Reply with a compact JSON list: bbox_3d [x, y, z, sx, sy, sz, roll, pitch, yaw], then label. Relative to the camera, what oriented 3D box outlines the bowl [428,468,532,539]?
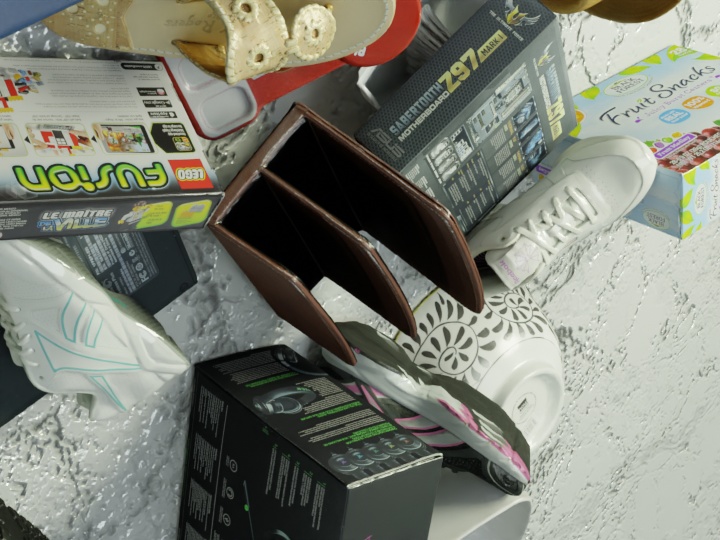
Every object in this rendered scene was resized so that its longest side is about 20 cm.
[{"bbox_3d":[0.045,0.238,1.134,0.199,0.075,0.200,-32,157,-11],"label":"bowl"}]

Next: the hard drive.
[{"bbox_3d":[-0.208,0.010,0.840,0.200,0.033,0.140,-38,134,-23],"label":"hard drive"}]

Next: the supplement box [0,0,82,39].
[{"bbox_3d":[-0.184,-0.230,0.625,0.199,0.134,0.201,-33,119,-27],"label":"supplement box"}]

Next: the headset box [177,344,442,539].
[{"bbox_3d":[-0.040,0.178,0.973,0.092,0.200,0.175,-11,119,-39],"label":"headset box"}]

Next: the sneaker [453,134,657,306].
[{"bbox_3d":[0.151,-0.031,1.051,0.200,0.100,0.075,-34,111,30],"label":"sneaker"}]

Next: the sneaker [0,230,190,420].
[{"bbox_3d":[-0.186,0.030,0.798,0.080,0.070,0.200,-42,133,-2],"label":"sneaker"}]

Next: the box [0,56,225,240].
[{"bbox_3d":[-0.186,-0.071,0.751,0.199,0.110,0.035,-5,147,-39],"label":"box"}]

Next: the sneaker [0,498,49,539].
[{"bbox_3d":[-0.260,0.205,0.886,0.087,0.076,0.200,-35,131,-5],"label":"sneaker"}]

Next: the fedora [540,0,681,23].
[{"bbox_3d":[0.142,-0.246,0.919,0.082,0.200,0.201,-41,135,-25],"label":"fedora"}]

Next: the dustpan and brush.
[{"bbox_3d":[0.065,-0.148,0.993,0.140,0.057,0.200,-56,168,-7],"label":"dustpan and brush"}]

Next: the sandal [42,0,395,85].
[{"bbox_3d":[-0.085,-0.134,0.767,0.210,0.070,0.078,4,138,-3],"label":"sandal"}]

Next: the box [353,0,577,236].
[{"bbox_3d":[0.085,-0.105,0.981,0.158,0.051,0.200,-44,160,-1],"label":"box"}]

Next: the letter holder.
[{"bbox_3d":[0.000,0.000,0.909,0.101,0.142,0.200,-51,159,-9],"label":"letter holder"}]

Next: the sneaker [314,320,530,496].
[{"bbox_3d":[0.044,0.125,1.062,0.087,0.199,0.080,-59,172,18],"label":"sneaker"}]

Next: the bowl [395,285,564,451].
[{"bbox_3d":[0.116,0.107,1.165,0.200,0.094,0.202,-22,126,-33],"label":"bowl"}]

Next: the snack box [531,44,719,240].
[{"bbox_3d":[0.272,-0.116,1.135,0.199,0.168,0.068,-27,126,-30],"label":"snack box"}]

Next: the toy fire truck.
[{"bbox_3d":[-0.068,-0.189,0.821,0.167,0.112,0.201,-29,134,-3],"label":"toy fire truck"}]
